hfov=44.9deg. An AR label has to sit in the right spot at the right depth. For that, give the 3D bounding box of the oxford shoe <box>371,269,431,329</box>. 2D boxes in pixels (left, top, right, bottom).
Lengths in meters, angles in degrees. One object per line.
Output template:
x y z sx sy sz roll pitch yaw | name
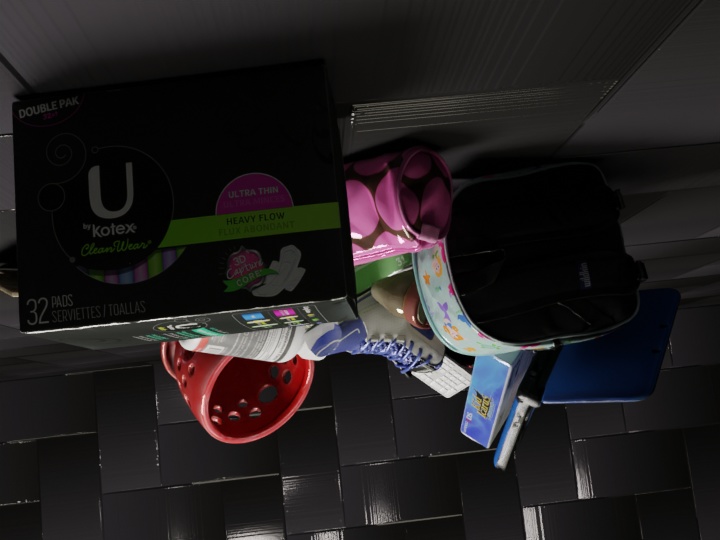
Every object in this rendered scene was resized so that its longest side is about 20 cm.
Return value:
0.089 0.021 0.969 0.074 0.071 0.199 20 -172 34 | oxford shoe

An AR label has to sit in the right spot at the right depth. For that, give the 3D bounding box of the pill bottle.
-0.139 0.062 1.183 0.198 0.117 0.116 11 164 -27 | pill bottle

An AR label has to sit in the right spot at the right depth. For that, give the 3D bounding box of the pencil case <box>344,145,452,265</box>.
-0.015 -0.042 0.770 0.199 0.095 0.090 -15 150 36 | pencil case

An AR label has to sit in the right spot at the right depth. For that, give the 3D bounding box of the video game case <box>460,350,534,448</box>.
0.186 0.086 1.019 0.045 0.182 0.201 29 149 19 | video game case

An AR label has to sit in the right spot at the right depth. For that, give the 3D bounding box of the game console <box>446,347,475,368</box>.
0.168 0.020 1.134 0.118 0.201 0.173 28 157 19 | game console

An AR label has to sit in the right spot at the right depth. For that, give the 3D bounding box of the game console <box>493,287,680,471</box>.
0.237 0.113 0.913 0.117 0.172 0.200 23 -142 16 | game console

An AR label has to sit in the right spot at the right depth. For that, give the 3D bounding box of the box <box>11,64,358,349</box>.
-0.107 -0.034 0.576 0.198 0.150 0.124 -7 170 2 | box

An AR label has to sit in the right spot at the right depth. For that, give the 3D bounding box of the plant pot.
-0.196 0.136 1.351 0.199 0.202 0.182 1 -154 -38 | plant pot

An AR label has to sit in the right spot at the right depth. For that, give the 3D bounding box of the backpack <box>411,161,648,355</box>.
0.147 -0.006 0.842 0.198 0.179 0.150 -10 173 -28 | backpack

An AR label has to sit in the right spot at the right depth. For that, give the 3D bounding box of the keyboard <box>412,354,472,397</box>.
0.060 0.100 1.103 0.199 0.011 0.056 37 122 -22 | keyboard

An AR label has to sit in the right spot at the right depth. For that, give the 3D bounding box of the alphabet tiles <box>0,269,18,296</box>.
-0.338 0.019 1.002 0.165 0.006 0.199 5 -174 -40 | alphabet tiles

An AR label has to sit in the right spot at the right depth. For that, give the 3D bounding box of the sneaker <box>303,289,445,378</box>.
0.041 0.074 0.999 0.199 0.116 0.080 -22 173 -45 | sneaker

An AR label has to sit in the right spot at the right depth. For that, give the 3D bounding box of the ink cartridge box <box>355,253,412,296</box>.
0.000 0.000 0.967 0.145 0.048 0.199 -30 175 39 | ink cartridge box

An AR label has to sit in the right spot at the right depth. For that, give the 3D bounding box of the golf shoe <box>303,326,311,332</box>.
0.010 0.026 1.133 0.198 0.098 0.079 4 132 -21 | golf shoe
